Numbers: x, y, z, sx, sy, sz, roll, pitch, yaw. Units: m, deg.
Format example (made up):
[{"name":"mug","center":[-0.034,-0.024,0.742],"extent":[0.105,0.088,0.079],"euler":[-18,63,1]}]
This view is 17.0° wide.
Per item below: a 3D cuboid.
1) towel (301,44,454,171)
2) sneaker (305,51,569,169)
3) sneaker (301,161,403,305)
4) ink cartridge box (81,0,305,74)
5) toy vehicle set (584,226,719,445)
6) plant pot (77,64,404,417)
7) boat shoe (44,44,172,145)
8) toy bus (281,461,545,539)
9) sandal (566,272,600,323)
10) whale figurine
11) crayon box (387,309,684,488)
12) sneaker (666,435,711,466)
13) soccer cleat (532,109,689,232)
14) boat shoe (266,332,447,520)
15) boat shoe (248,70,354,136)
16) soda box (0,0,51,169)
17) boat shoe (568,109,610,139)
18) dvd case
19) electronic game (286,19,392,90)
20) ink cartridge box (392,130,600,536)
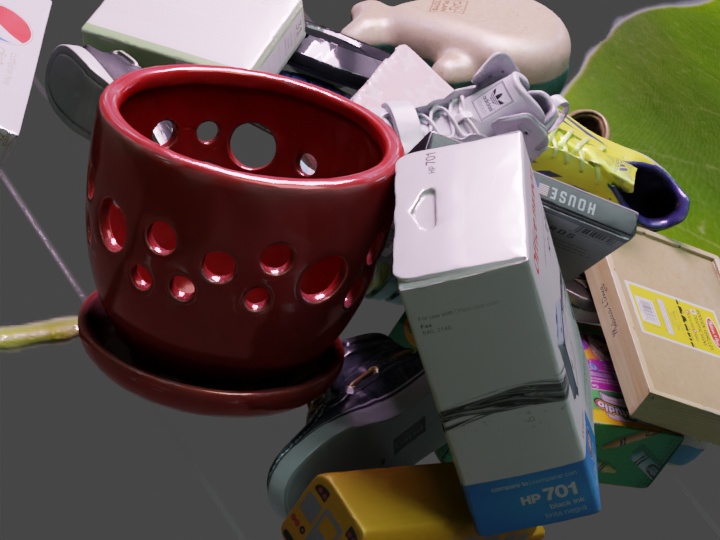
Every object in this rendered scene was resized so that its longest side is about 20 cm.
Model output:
[{"name":"towel","center":[0.061,-0.064,1.802],"extent":[0.191,0.032,0.200],"euler":[43,34,-2]},{"name":"sneaker","center":[0.054,-0.104,1.704],"extent":[0.199,0.115,0.075],"euler":[13,44,-39]},{"name":"sneaker","center":[0.000,0.000,1.753],"extent":[0.130,0.080,0.200],"euler":[22,32,-15]},{"name":"ink cartridge box","center":[-0.107,-0.217,1.881],"extent":[0.145,0.048,0.200],"euler":[17,50,19]},{"name":"toy vehicle set","center":[0.233,0.046,1.783],"extent":[0.124,0.027,0.200],"euler":[19,35,-25]},{"name":"plant pot","center":[-0.081,-0.015,1.555],"extent":[0.199,0.183,0.201],"euler":[8,23,-3]},{"name":"boat shoe","center":[-0.158,-0.099,1.753],"extent":[0.060,0.076,0.200],"euler":[-5,47,-39]},{"name":"toy bus","center":[0.043,0.167,1.544],"extent":[0.199,0.078,0.065],"euler":[0,43,-44]},{"name":"sandal","center":[0.133,0.005,1.880],"extent":[0.079,0.058,0.201],"euler":[-3,24,-22]},{"name":"whale figurine","center":[0.082,-0.183,2.111],"extent":[0.199,0.104,0.159],"euler":[8,31,6]},{"name":"crayon box","center":[0.127,0.089,1.760],"extent":[0.199,0.058,0.119],"euler":[11,36,-35]},{"name":"sneaker","center":[0.220,0.064,1.864],"extent":[0.076,0.081,0.200],"euler":[15,30,-29]},{"name":"soccer cleat","center":[0.167,-0.083,1.827],"extent":[0.200,0.065,0.084],"euler":[24,-5,-32]},{"name":"boat shoe","center":[-0.013,0.105,1.607],"extent":[0.091,0.071,0.200],"euler":[20,32,35]},{"name":"boat shoe","center":[-0.012,-0.090,1.879],"extent":[0.199,0.073,0.072],"euler":[23,31,-8]},{"name":"soda box","center":[-0.271,-0.136,1.711],"extent":[0.068,0.064,0.200],"euler":[24,30,-15]},{"name":"boat shoe","center":[0.163,-0.092,2.047],"extent":[0.074,0.067,0.200],"euler":[32,26,5]},{"name":"dvd case","center":[0.080,-0.028,1.617],"extent":[0.150,0.200,0.025],"euler":[21,69,-12]},{"name":"electronic game","center":[-0.030,-0.173,1.967],"extent":[0.199,0.042,0.200],"euler":[20,9,-3]},{"name":"ink cartridge box","center":[0.085,0.039,1.493],"extent":[0.085,0.201,0.147],"euler":[-11,35,10]}]
